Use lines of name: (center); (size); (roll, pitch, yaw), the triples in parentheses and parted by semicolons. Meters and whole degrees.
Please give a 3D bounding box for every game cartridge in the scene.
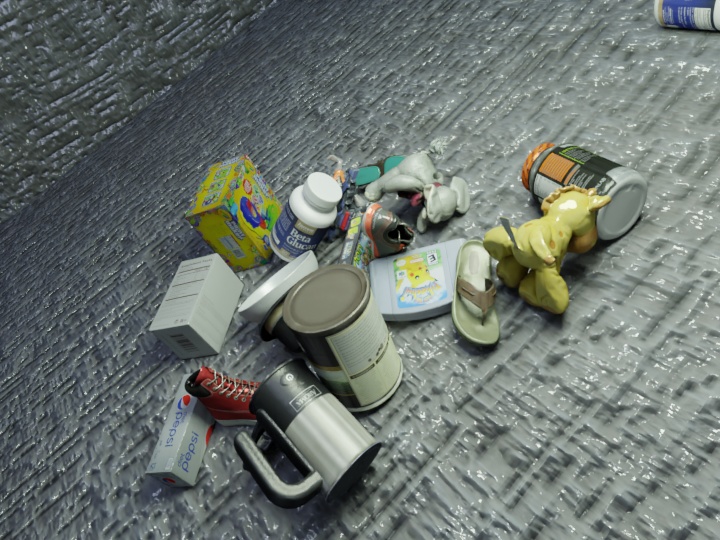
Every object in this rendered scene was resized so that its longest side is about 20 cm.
game cartridge: (0.114, 0.023, 0.996); (0.197, 0.041, 0.135); (-14, 61, 15)

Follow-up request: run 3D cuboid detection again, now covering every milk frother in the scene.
milk frother: (-0.091, 0.281, 0.842); (0.180, 0.201, 0.188); (-39, 64, -19)

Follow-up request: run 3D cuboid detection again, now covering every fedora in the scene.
fedora: (-0.097, 0.089, 1.032); (0.200, 0.201, 0.092); (-41, 74, -9)

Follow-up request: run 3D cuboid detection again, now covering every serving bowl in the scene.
serving bowl: (-0.161, 0.045, 1.124); (0.199, 0.066, 0.200); (-37, 12, 9)

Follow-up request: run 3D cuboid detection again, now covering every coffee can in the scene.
coffee can: (-0.024, 0.113, 0.882); (0.144, 0.202, 0.148); (-15, 38, 12)

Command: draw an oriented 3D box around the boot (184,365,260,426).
boot: (-0.215, 0.217, 0.963); (0.197, 0.145, 0.073); (-13, 42, 20)

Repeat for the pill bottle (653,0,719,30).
pill bottle: (0.747, -0.576, 1.132); (0.116, 0.116, 0.199); (-42, 41, -11)

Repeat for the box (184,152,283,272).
box: (-0.303, -0.141, 1.327); (0.120, 0.201, 0.195); (-13, 45, 22)

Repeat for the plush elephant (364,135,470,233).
plush elephant: (0.139, -0.156, 1.110); (0.200, 0.163, 0.157); (-38, 69, 46)

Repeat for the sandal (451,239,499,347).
sandal: (0.195, 0.031, 0.906); (0.078, 0.058, 0.204); (1, 63, -1)

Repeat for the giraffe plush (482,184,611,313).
giraffe plush: (0.305, -0.058, 0.848); (0.161, 0.201, 0.172); (-38, 48, -10)

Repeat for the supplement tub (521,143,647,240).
supplement tub: (0.386, -0.148, 0.944); (0.122, 0.123, 0.200); (-36, 40, -4)

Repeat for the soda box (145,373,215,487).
soda box: (-0.326, 0.298, 1.013); (0.063, 0.069, 0.202); (-12, 44, 24)

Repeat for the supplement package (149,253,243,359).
supplement package: (-0.368, 0.081, 1.216); (0.116, 0.117, 0.202); (-11, 45, 24)

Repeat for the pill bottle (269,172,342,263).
pill bottle: (-0.119, -0.117, 1.181); (0.201, 0.110, 0.112); (-52, 23, 42)

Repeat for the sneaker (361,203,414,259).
sneaker: (0.066, -0.057, 1.025); (0.081, 0.200, 0.078); (18, 81, 24)

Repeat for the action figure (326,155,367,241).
action figure: (-0.023, -0.175, 1.223); (0.103, 0.201, 0.195); (-6, 56, -31)

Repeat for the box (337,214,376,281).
box: (0.000, 0.000, 1.059); (0.034, 0.110, 0.202); (-13, 45, 30)

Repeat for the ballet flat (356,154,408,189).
ballet flat: (0.067, -0.234, 1.278); (0.198, 0.072, 0.073); (-2, 49, 40)
